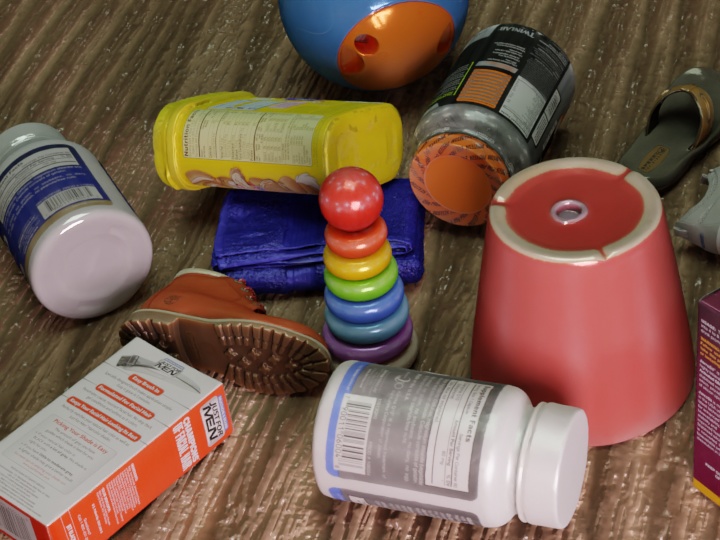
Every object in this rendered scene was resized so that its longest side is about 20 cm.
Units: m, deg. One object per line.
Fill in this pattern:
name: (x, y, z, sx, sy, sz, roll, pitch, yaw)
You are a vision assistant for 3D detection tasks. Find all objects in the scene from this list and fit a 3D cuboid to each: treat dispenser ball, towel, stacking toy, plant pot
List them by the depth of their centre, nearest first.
plant pot: (0.181, 0.016, 1.540, 0.200, 0.178, 0.201, -5, 39, 4)
stacking toy: (0.000, 0.000, 1.571, 0.085, 0.200, 0.085, -5, 39, 4)
towel: (-0.039, -0.039, 1.745, 0.199, 0.050, 0.148, -4, 40, 5)
treat dispenser ball: (0.014, -0.288, 1.919, 0.200, 0.201, 0.201, -5, 39, 4)

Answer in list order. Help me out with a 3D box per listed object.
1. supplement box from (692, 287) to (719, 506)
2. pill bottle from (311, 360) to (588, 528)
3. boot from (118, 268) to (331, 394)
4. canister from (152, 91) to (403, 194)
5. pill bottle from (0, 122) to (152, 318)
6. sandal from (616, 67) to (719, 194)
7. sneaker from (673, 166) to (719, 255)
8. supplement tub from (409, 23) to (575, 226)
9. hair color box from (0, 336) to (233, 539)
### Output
supplement box: (0.322, 0.092, 1.404, 0.110, 0.200, 0.086, -29, 44, -25)
pill bottle: (0.072, 0.140, 1.457, 0.200, 0.114, 0.114, 9, 42, 19)
boot: (-0.104, 0.046, 1.638, 0.200, 0.075, 0.107, 11, 38, 24)
canister: (-0.077, -0.122, 1.774, 0.200, 0.087, 0.148, 6, 15, 33)
pill bottle: (-0.287, -0.055, 1.751, 0.119, 0.120, 0.200, -22, 41, -16)
sandal: (0.310, -0.148, 1.815, 0.082, 0.055, 0.200, 21, 47, 30)
sneaker: (0.360, -0.089, 1.719, 0.082, 0.075, 0.200, 16, 43, 30)
supplement tub: (0.125, -0.140, 1.784, 0.122, 0.123, 0.200, 10, 42, 21)
hair color box: (-0.215, 0.151, 1.533, 0.111, 0.064, 0.200, 25, 50, 35)
